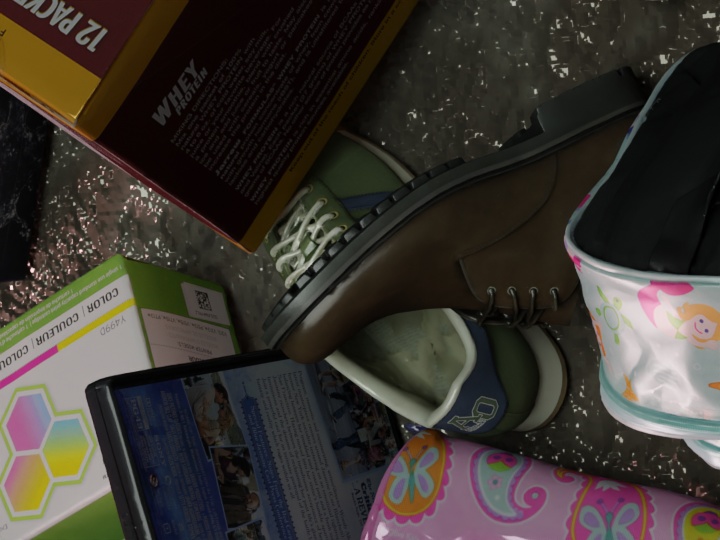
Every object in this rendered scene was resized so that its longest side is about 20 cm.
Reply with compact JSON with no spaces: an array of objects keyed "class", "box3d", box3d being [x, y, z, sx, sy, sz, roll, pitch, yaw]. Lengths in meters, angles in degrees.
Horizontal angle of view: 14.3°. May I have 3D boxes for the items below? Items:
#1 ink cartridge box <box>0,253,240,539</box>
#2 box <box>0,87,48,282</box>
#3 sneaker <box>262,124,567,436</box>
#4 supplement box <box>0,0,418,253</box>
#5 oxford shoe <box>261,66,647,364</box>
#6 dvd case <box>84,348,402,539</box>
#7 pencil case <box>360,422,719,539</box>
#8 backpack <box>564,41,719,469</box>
[{"class":"ink cartridge box","box3d":[-0.115,0.117,1.330,0.147,0.076,0.201,-31,61,29]},{"class":"box","box3d":[-0.245,-0.094,1.344,0.117,0.200,0.198,16,103,29]},{"class":"sneaker","box3d":[0.000,0.000,1.274,0.200,0.090,0.067,44,114,20]},{"class":"supplement box","box3d":[-0.076,-0.145,1.211,0.132,0.200,0.198,33,89,23]},{"class":"oxford shoe","box3d":[0.052,-0.006,1.205,0.199,0.073,0.085,-29,84,-12]},{"class":"dvd case","box3d":[-0.035,0.105,1.240,0.017,0.200,0.144,-20,83,33]},{"class":"pencil case","box3d":[0.098,0.128,1.232,0.199,0.087,0.088,14,101,28]},{"class":"backpack","box3d":[0.176,-0.005,1.112,0.176,0.200,0.152,1,115,29]}]
